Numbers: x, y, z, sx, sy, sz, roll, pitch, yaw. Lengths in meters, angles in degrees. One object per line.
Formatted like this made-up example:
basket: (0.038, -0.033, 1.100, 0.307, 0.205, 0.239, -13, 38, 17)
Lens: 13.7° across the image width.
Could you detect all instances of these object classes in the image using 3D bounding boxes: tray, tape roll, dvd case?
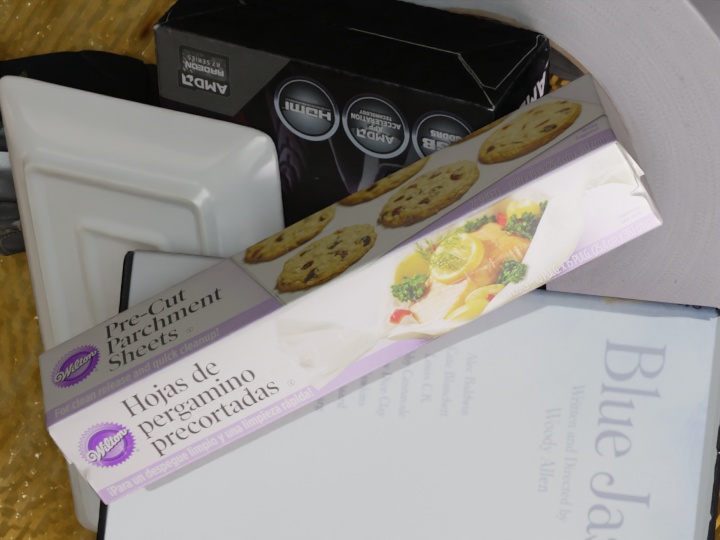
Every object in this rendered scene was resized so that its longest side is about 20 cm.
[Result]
tray: (-0.071, 0.030, 1.037, 0.107, 0.022, 0.200, 12, 130, 23)
tape roll: (0.056, -0.059, 1.018, 0.200, 0.066, 0.200, 16, 131, 19)
dvd case: (0.014, 0.073, 0.961, 0.200, 0.018, 0.143, 6, 90, 10)

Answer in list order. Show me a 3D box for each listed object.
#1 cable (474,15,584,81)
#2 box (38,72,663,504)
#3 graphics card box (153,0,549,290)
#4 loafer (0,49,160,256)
cable: (0.112, -0.162, 1.066, 0.200, 0.069, 0.200, -2, 92, 3)
box: (-0.004, 0.006, 0.929, 0.200, 0.041, 0.039, -26, 125, 10)
graphics card box: (0.000, 0.000, 1.019, 0.125, 0.051, 0.200, 16, 130, 21)
loafer: (-0.119, -0.039, 1.091, 0.200, 0.073, 0.072, 16, 121, -2)
